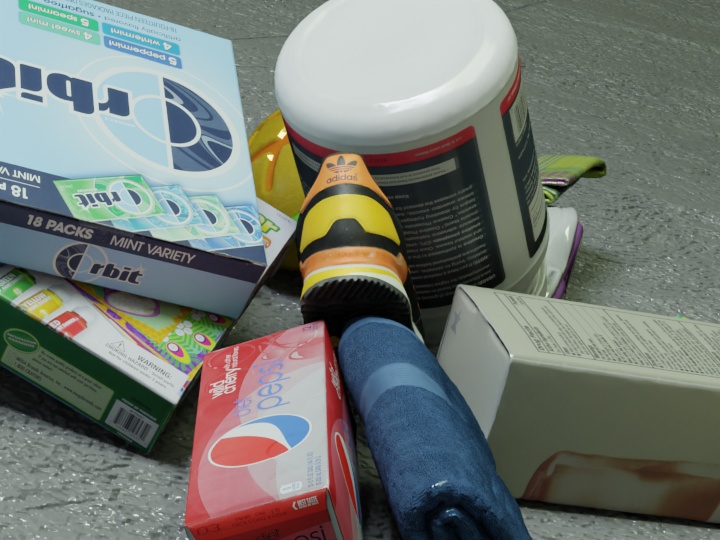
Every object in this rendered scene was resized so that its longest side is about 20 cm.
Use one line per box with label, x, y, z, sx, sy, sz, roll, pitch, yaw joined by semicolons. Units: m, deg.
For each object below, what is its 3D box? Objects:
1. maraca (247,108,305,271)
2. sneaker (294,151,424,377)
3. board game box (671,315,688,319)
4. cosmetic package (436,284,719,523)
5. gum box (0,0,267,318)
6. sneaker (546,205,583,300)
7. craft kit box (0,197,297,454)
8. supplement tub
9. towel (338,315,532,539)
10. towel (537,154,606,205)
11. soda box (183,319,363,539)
maraca;-0.029;-0.062;1.419;0.107;0.137;0.200;53;3;-12
sneaker;0.000;0.000;1.174;0.070;0.091;0.200;-2;-17;1
board game box;0.257;0.083;1.361;0.200;0.030;0.095;30;24;32
cosmetic package;0.147;0.077;1.193;0.199;0.088;0.103;10;21;-18
gum box;-0.145;-0.073;1.160;0.169;0.045;0.200;14;37;-23
sneaker;0.092;-0.006;1.410;0.099;0.075;0.200;18;19;6
craft kit box;-0.154;-0.017;1.159;0.199;0.049;0.198;31;32;0
supplement tub;0.035;-0.056;1.249;0.140;0.201;0.141;-8;42;7
towel;0.040;0.097;1.028;0.048;0.112;0.200;-31;25;4
towel;0.067;-0.062;1.532;0.199;0.023;0.144;-2;10;19
soda box;-0.039;0.093;1.008;0.070;0.064;0.200;-16;20;4
